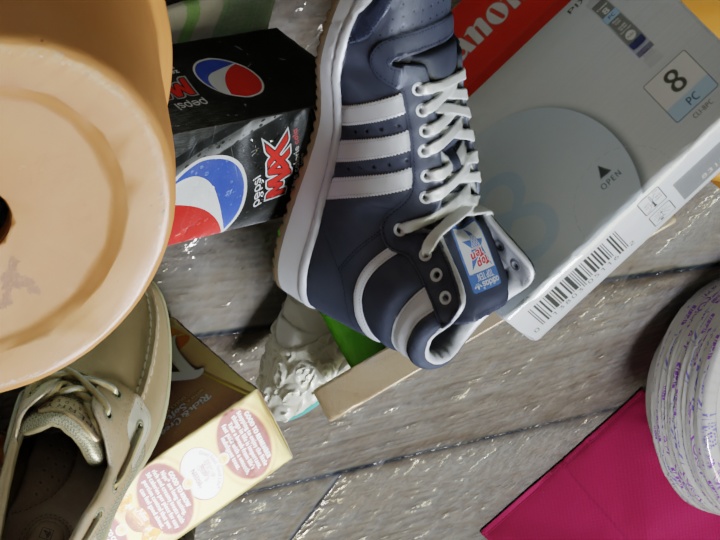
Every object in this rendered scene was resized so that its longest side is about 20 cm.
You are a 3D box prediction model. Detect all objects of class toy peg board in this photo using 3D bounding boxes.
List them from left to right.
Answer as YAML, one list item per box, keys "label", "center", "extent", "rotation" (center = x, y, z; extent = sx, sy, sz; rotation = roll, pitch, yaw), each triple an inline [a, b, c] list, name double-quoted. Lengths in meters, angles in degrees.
- label: "toy peg board"
  center: [0.048, -0.013, 1.167]
  extent: [0.198, 0.098, 0.200]
  rotation: [-30, 178, -1]

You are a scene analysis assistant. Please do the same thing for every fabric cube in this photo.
- label: "fabric cube"
  center: [0.259, 0.259, 1.944]
  extent: [0.200, 0.200, 0.196]
  rotation: [-41, 156, 3]

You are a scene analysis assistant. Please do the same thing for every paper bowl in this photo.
- label: "paper bowl"
  center: [0.314, 0.103, 1.805]
  extent: [0.200, 0.104, 0.202]
  rotation: [-5, 98, -38]

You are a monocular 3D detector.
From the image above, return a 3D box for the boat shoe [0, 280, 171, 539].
- label: "boat shoe"
  center: [-0.139, 0.080, 1.076]
  extent: [0.065, 0.072, 0.201]
  rotation: [101, 5, -63]

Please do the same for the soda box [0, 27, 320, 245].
- label: "soda box"
  center: [-0.092, -0.054, 0.966]
  extent: [0.199, 0.071, 0.064]
  rotation: [-16, 135, -45]

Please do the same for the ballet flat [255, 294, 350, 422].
- label: "ballet flat"
  center: [0.000, 0.000, 1.286]
  extent: [0.200, 0.072, 0.072]
  rotation: [-44, 157, 2]

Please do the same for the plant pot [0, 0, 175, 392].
- label: "plant pot"
  center: [-0.148, -0.050, 0.763]
  extent: [0.199, 0.140, 0.201]
  rotation: [-12, 124, -18]

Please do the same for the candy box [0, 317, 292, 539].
- label: "candy box"
  center: [-0.149, 0.116, 1.169]
  extent: [0.199, 0.115, 0.056]
  rotation: [-33, 122, -15]

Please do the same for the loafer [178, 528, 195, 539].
- label: "loafer"
  center: [-0.135, 0.163, 1.257]
  extent: [0.067, 0.076, 0.200]
  rotation: [-28, -172, 5]

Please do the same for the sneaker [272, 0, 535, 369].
- label: "sneaker"
  center: [0.032, -0.049, 0.963]
  extent: [0.070, 0.108, 0.201]
  rotation: [-24, 139, -45]

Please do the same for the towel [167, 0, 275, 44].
- label: "towel"
  center: [-0.134, -0.054, 1.019]
  extent: [0.199, 0.023, 0.153]
  rotation: [-23, 150, -35]

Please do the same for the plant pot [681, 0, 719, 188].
- label: "plant pot"
  center: [0.189, -0.131, 1.190]
  extent: [0.182, 0.201, 0.201]
  rotation: [-5, 141, -30]

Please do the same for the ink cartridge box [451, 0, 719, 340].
- label: "ink cartridge box"
  center: [0.077, -0.091, 1.055]
  extent: [0.160, 0.200, 0.047]
  rotation: [-43, 152, 7]
